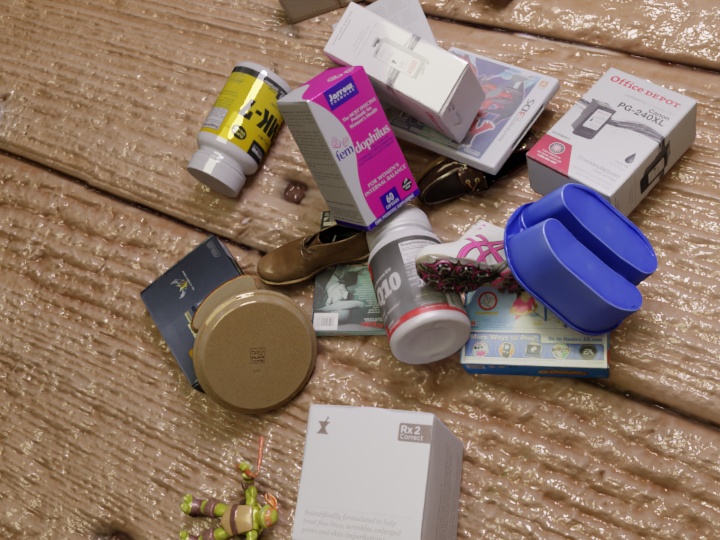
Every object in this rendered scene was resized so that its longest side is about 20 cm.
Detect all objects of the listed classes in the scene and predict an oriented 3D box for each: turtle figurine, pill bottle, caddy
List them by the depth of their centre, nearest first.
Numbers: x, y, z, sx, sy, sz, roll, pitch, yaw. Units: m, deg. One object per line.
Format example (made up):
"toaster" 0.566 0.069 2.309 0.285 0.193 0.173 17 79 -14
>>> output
"caddy" 0.273 -0.011 1.061 0.199 0.105 0.142 39 59 -6
"pill bottle" 0.073 0.017 1.168 0.113 0.114 0.202 -23 53 9
"turtle figurine" -0.177 0.343 1.188 0.159 0.064 0.203 -11 75 23
"pill bottle" -0.201 -0.232 1.394 0.113 0.114 0.202 21 78 25

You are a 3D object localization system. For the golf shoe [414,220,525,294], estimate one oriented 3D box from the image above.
"golf shoe" 0.150 -0.020 1.104 0.073 0.198 0.093 -46 50 47

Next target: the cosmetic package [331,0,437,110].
"cosmetic package" 0.045 -0.354 1.343 0.149 0.052 0.202 -23 51 11

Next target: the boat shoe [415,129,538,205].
"boat shoe" 0.175 -0.152 1.254 0.199 0.070 0.071 -31 58 5

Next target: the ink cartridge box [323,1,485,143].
"ink cartridge box" 0.066 -0.275 1.180 0.199 0.146 0.083 33 94 19

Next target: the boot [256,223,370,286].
"boot" -0.076 -0.033 1.271 0.198 0.075 0.075 -17 66 13

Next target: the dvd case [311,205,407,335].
"dvd case" 0.000 0.000 1.285 0.144 0.022 0.203 -3 67 18

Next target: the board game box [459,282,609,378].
"board game box" 0.244 0.043 1.162 0.197 0.056 0.198 0 69 19

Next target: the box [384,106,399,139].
"box" 0.039 -0.283 1.374 0.199 0.036 0.145 -34 63 2

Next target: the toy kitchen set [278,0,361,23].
"toy kitchen set" -0.076 -0.585 1.461 0.178 0.163 0.203 -14 65 13

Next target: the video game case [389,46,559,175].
"video game case" 0.168 -0.246 1.262 0.199 0.023 0.183 27 70 33

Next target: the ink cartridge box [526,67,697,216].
"ink cartridge box" 0.349 -0.172 1.165 0.200 0.084 0.145 -45 53 -15

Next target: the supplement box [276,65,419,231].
"supplement box" -0.016 -0.169 1.163 0.101 0.201 0.103 -37 24 -20

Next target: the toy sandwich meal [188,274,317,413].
"toy sandwich meal" -0.162 0.110 1.231 0.205 0.205 0.070 -47 22 -4

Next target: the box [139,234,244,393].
"box" -0.239 0.067 1.325 0.157 0.051 0.201 -38 63 3

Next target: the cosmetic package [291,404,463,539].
"cosmetic package" 0.030 0.276 1.065 0.163 0.200 0.167 0 69 20
